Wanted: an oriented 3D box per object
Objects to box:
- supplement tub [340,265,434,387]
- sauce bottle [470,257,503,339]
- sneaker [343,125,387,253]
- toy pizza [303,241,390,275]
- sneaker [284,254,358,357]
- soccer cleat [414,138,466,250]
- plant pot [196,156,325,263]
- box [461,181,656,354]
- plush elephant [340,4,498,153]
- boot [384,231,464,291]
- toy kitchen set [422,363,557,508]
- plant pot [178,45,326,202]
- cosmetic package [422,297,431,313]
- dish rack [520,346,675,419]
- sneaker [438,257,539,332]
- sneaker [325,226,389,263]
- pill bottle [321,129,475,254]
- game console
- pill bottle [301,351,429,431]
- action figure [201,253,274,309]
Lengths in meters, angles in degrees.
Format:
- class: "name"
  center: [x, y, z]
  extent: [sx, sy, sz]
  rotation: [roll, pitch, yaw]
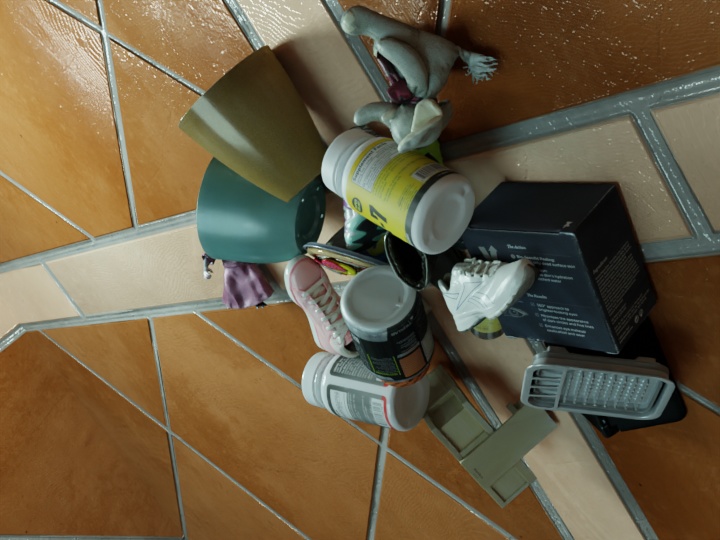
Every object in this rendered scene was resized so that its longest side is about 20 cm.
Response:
- class: "supplement tub"
  center: [0.047, 0.093, 1.683]
  extent: [0.122, 0.123, 0.200]
  rotation: [27, 156, 28]
- class: "sauce bottle"
  center: [0.192, 0.019, 1.649]
  extent: [0.065, 0.065, 0.200]
  rotation: [26, 144, 29]
- class: "sneaker"
  center: [-0.006, -0.138, 1.679]
  extent: [0.140, 0.078, 0.200]
  rotation: [48, 132, 38]
- class: "toy pizza"
  center: [0.000, 0.000, 1.748]
  extent: [0.200, 0.032, 0.200]
  rotation: [18, 175, 2]
- class: "sneaker"
  center: [-0.049, 0.064, 1.794]
  extent: [0.105, 0.075, 0.201]
  rotation: [22, 144, 47]
- class: "soccer cleat"
  center: [0.106, -0.104, 1.595]
  extent: [0.067, 0.081, 0.200]
  rotation: [6, 131, 47]
- class: "plant pot"
  center: [-0.154, -0.102, 1.807]
  extent: [0.161, 0.201, 0.201]
  rotation: [12, 137, 20]
- class: "box"
  center: [0.268, -0.008, 1.477]
  extent: [0.196, 0.117, 0.200]
  rotation: [7, 132, 47]
- class: "plush elephant"
  center: [0.062, -0.230, 1.416]
  extent: [0.200, 0.155, 0.165]
  rotation: [21, -176, 12]
- class: "boot"
  center: [0.101, -0.013, 1.605]
  extent: [0.182, 0.073, 0.200]
  rotation: [52, -169, -12]
- class: "toy kitchen set"
  center: [0.222, 0.257, 1.875]
  extent: [0.200, 0.163, 0.180]
  rotation: [49, -178, -19]
- class: "plant pot"
  center: [-0.145, -0.209, 1.672]
  extent: [0.200, 0.186, 0.186]
  rotation: [48, 149, -3]
- class: "cosmetic package"
  center: [0.026, 0.097, 1.899]
  extent: [0.073, 0.104, 0.200]
  rotation: [48, 148, -5]
- class: "dish rack"
  center: [0.328, 0.155, 1.518]
  extent: [0.199, 0.044, 0.172]
  rotation: [6, 153, 8]
- class: "sneaker"
  center: [0.164, 0.021, 1.460]
  extent: [0.087, 0.074, 0.200]
  rotation: [53, 148, -1]
- class: "sneaker"
  center: [0.024, -0.032, 1.781]
  extent: [0.200, 0.076, 0.105]
  rotation: [-13, 116, 54]
- class: "pill bottle"
  center: [0.047, -0.113, 1.475]
  extent: [0.200, 0.114, 0.114]
  rotation: [33, 147, 36]
- class: "game console"
  center: [0.367, 0.137, 1.621]
  extent: [0.200, 0.116, 0.176]
  rotation: [63, 175, -24]
- class: "pill bottle"
  center: [0.007, 0.199, 1.843]
  extent: [0.200, 0.114, 0.114]
  rotation: [8, 133, 37]
- class: "action figure"
  center: [-0.234, -0.025, 2.108]
  extent: [0.149, 0.134, 0.200]
  rotation: [-96, -10, -71]
